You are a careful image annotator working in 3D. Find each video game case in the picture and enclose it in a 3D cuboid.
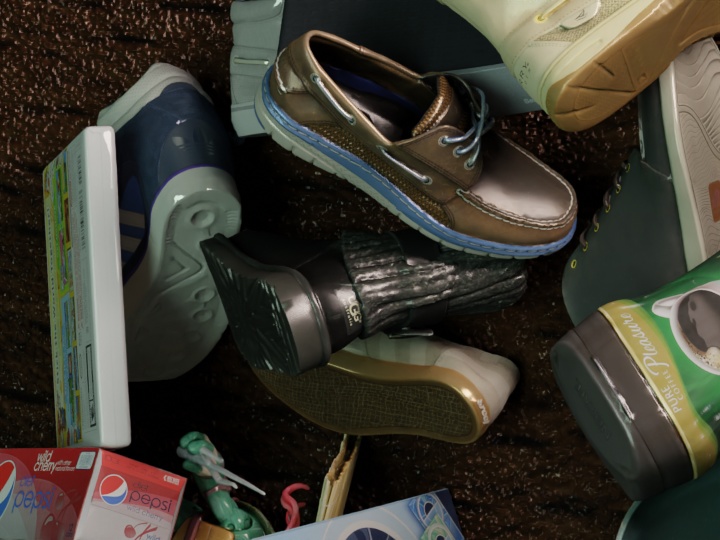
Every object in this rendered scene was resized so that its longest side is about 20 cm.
[{"bbox_3d":[-0.178,0.019,1.846,0.182,0.023,0.201,157,110,-74],"label":"video game case"}]

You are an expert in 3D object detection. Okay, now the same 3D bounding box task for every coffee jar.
[{"bbox_3d":[0.205,0.036,1.531,0.199,0.085,0.105,-29,67,-3],"label":"coffee jar"}]

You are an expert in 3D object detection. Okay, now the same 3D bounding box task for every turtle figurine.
[{"bbox_3d":[-0.107,0.183,1.842,0.200,0.100,0.151,4,80,54],"label":"turtle figurine"}]

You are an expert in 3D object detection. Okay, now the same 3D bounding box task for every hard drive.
[{"bbox_3d":[0.043,-0.154,1.667,0.199,0.042,0.136,-3,66,25],"label":"hard drive"}]

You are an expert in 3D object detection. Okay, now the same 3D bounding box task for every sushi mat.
[{"bbox_3d":[-0.032,0.207,1.793,0.012,0.096,0.201,15,106,5],"label":"sushi mat"}]

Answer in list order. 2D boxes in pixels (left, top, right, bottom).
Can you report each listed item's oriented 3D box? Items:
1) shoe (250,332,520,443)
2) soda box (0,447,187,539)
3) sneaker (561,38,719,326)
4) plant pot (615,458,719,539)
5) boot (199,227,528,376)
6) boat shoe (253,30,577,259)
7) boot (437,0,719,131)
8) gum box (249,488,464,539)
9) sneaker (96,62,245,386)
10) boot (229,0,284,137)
[{"bbox_3d":[0.013,0.064,1.771,0.199,0.053,0.070,11,134,40],"label":"shoe"},{"bbox_3d":[-0.191,0.153,1.836,0.200,0.070,0.064,-5,67,58],"label":"soda box"},{"bbox_3d":[0.158,-0.044,1.623,0.106,0.075,0.201,-5,93,37],"label":"sneaker"},{"bbox_3d":[0.231,0.210,1.544,0.200,0.200,0.135,33,141,30],"label":"plant pot"},{"bbox_3d":[0.001,0.002,1.723,0.211,0.157,0.080,28,137,67],"label":"boot"},{"bbox_3d":[0.039,-0.071,1.609,0.199,0.072,0.072,23,143,-8],"label":"boat shoe"},{"bbox_3d":[0.139,-0.183,1.578,0.200,0.073,0.155,-39,57,-10],"label":"boot"},{"bbox_3d":[0.009,0.230,1.693,0.044,0.200,0.171,-25,80,36],"label":"gum box"},{"bbox_3d":[-0.133,-0.039,1.863,0.201,0.080,0.147,110,150,-43],"label":"sneaker"},{"bbox_3d":[-0.003,-0.138,1.739,0.199,0.073,0.096,-5,92,35],"label":"boot"}]
